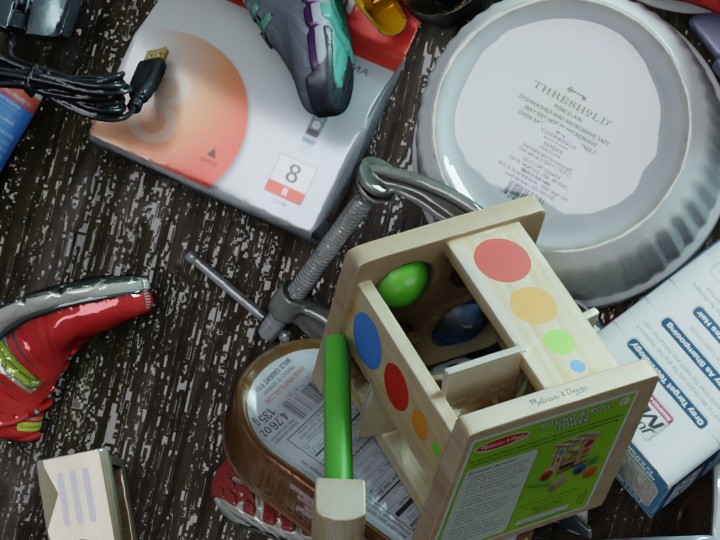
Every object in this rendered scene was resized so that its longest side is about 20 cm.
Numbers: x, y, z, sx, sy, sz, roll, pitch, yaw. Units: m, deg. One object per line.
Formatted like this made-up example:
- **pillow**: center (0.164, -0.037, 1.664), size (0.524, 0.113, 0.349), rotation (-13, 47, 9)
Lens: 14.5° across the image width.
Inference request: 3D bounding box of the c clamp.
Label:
- **c clamp**: center (0.000, 0.000, 1.713), size (0.171, 0.027, 0.200), rotation (42, 133, -3)

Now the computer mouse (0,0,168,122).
- **computer mouse**: center (-0.181, -0.168, 1.755), size (0.140, 0.200, 0.046), rotation (17, 125, -5)

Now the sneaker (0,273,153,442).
- **sneaker**: center (-0.212, 0.063, 1.776), size (0.200, 0.077, 0.085), rotation (-26, 90, 11)

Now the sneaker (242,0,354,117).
- **sneaker**: center (-0.057, -0.172, 1.757), size (0.087, 0.074, 0.200), rotation (-13, 57, 7)

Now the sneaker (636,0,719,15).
- **sneaker**: center (0.227, -0.184, 1.667), size (0.200, 0.116, 0.078), rotation (20, 85, -3)

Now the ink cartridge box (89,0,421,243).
- **ink cartridge box**: center (-0.057, -0.138, 1.785), size (0.162, 0.050, 0.200), rotation (24, 89, 11)

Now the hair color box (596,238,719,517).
- **hair color box**: center (0.217, 0.044, 1.677), size (0.200, 0.061, 0.100), rotation (-35, 76, -20)

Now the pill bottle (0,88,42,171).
- **pill bottle**: center (-0.293, -0.057, 1.777), size (0.112, 0.112, 0.200), rotation (30, 87, 11)

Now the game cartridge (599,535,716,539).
- **game cartridge**: center (0.166, 0.256, 1.655), size (0.040, 0.133, 0.200), rotation (4, 82, -23)

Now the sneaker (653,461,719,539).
- **sneaker**: center (0.225, 0.201, 1.696), size (0.085, 0.073, 0.200), rotation (9, 73, -24)

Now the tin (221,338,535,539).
- **tin**: center (0.011, 0.116, 1.633), size (0.200, 0.042, 0.112), rotation (35, 54, 15)

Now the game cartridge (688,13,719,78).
- **game cartridge**: center (0.308, -0.111, 1.735), size (0.130, 0.038, 0.200), rotation (-36, 78, -2)

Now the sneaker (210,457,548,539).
- **sneaker**: center (0.006, 0.160, 1.673), size (0.200, 0.082, 0.078), rotation (19, 46, 0)

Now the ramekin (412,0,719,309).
- **ramekin**: center (0.127, -0.080, 1.720), size (0.200, 0.105, 0.200), rotation (-1, 82, 8)

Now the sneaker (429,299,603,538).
- **sneaker**: center (0.081, 0.120, 1.710), size (0.199, 0.080, 0.130), rotation (-28, 70, -6)

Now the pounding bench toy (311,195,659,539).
- **pounding bench toy**: center (0.031, 0.064, 1.575), size (0.200, 0.124, 0.156), rotation (-16, 56, -26)

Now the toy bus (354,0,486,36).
- **toy bus**: center (0.049, -0.273, 1.753), size (0.200, 0.136, 0.192), rotation (-31, 58, 3)

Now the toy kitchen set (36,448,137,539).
- **toy kitchen set**: center (-0.086, 0.182, 1.684), size (0.200, 0.163, 0.181), rotation (-12, 80, 6)
